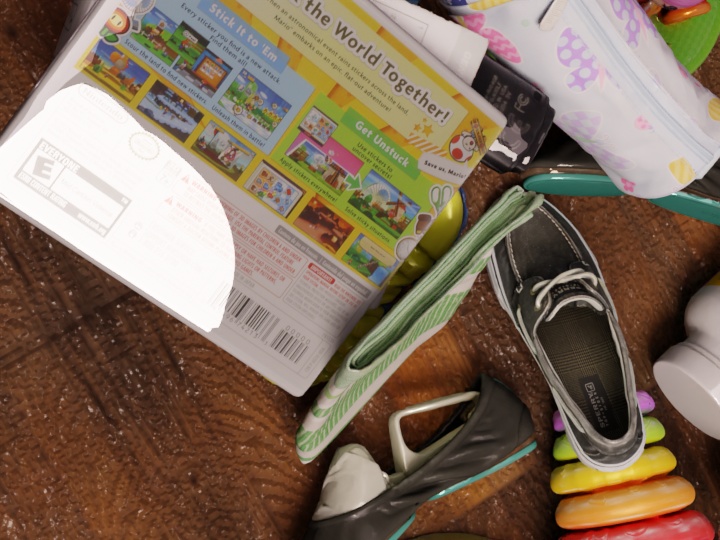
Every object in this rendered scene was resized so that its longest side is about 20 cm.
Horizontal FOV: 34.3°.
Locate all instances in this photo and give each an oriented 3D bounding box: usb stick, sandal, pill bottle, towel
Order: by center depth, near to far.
[{"bbox_3d":[0.016,-0.122,0.638,0.200,0.033,0.056,31,81,-12],"label":"usb stick"},{"bbox_3d":[0.025,0.038,0.677,0.023,0.200,0.153,44,66,6],"label":"towel"},{"bbox_3d":[0.000,0.000,0.711,0.200,0.087,0.080,-40,91,32],"label":"sandal"},{"bbox_3d":[0.301,0.026,0.821,0.200,0.104,0.104,-41,103,-12],"label":"pill bottle"}]

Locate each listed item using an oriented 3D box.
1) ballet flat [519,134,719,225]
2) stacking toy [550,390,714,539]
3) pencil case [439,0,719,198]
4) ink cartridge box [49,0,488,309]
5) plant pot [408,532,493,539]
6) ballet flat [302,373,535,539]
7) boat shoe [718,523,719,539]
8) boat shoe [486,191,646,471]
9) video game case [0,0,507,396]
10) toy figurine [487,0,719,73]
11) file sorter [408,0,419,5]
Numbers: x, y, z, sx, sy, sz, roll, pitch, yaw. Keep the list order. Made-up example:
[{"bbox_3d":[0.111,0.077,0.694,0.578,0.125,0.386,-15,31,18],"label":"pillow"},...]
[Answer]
[{"bbox_3d":[0.198,-0.076,0.810,0.199,0.068,0.069,9,79,-23],"label":"ballet flat"},{"bbox_3d":[0.168,0.119,0.794,0.109,0.116,0.201,-13,78,9],"label":"stacking toy"},{"bbox_3d":[0.134,-0.127,0.679,0.200,0.091,0.083,40,76,-33],"label":"pencil case"},{"bbox_3d":[-0.056,-0.086,0.602,0.199,0.057,0.163,19,99,-26],"label":"ink cartridge box"},{"bbox_3d":[0.077,0.284,0.743,0.199,0.142,0.201,-1,92,-18],"label":"plant pot"},{"bbox_3d":[0.023,0.133,0.758,0.200,0.068,0.069,-31,92,-24],"label":"ballet flat"},{"bbox_3d":[0.287,0.141,0.795,0.074,0.200,0.093,1,85,22],"label":"boat shoe"},{"bbox_3d":[0.137,0.028,0.751,0.072,0.071,0.201,-21,68,-4],"label":"boat shoe"},{"bbox_3d":[-0.053,-0.061,0.574,0.200,0.023,0.182,36,93,-22],"label":"video game case"},{"bbox_3d":[0.196,-0.190,0.739,0.199,0.184,0.151,-17,97,-15],"label":"toy figurine"},{"bbox_3d":[0.037,-0.291,0.719,0.138,0.123,0.200,29,84,-15],"label":"file sorter"}]
